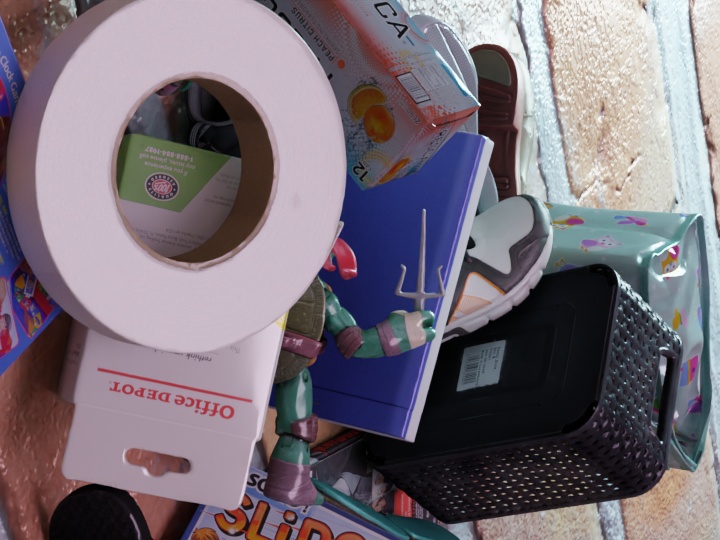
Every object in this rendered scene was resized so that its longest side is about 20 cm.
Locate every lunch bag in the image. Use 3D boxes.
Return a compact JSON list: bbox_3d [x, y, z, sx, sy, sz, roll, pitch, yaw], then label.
[{"bbox_3d":[0.178,0.058,1.748,0.122,0.170,0.200,-38,127,-48],"label":"lunch bag"}]

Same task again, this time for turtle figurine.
[{"bbox_3d":[-0.041,0.038,1.425,0.101,0.150,0.200,12,100,-49],"label":"turtle figurine"}]

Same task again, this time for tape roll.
[{"bbox_3d":[-0.097,-0.055,1.249,0.203,0.037,0.203,-5,98,-36],"label":"tape roll"}]

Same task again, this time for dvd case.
[{"bbox_3d":[-0.003,0.182,1.641,0.200,0.022,0.146,-25,120,-54],"label":"dvd case"}]

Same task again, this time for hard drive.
[{"bbox_3d":[0.000,0.000,1.482,0.025,0.132,0.200,28,76,-60],"label":"hard drive"}]

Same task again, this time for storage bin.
[{"bbox_3d":[0.112,0.088,1.596,0.094,0.200,0.135,42,49,-39],"label":"storage bin"}]

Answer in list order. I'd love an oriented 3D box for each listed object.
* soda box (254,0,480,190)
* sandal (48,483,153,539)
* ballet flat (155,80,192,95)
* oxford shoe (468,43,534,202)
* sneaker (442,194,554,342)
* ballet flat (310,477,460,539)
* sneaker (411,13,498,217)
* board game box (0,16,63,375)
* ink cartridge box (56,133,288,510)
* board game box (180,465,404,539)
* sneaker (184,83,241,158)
[{"bbox_3d":[-0.021,-0.146,1.352,0.068,0.200,0.064,-45,166,33],"label":"soda box"},{"bbox_3d":[-0.139,0.195,1.382,0.045,0.075,0.200,-47,144,-37],"label":"sandal"},{"bbox_3d":[-0.117,-0.203,1.309,0.071,0.069,0.200,15,82,-40],"label":"ballet flat"},{"bbox_3d":[0.101,-0.064,1.687,0.075,0.070,0.200,2,99,-64],"label":"oxford shoe"},{"bbox_3d":[0.046,0.008,1.561,0.200,0.074,0.080,-37,127,-9],"label":"sneaker"},{"bbox_3d":[0.007,0.197,1.585,0.200,0.074,0.074,29,75,-53],"label":"ballet flat"},{"bbox_3d":[0.040,-0.098,1.574,0.073,0.071,0.200,-46,143,-28],"label":"sneaker"},{"bbox_3d":[-0.221,-0.038,1.200,0.134,0.045,0.200,-50,139,-38],"label":"board game box"},{"bbox_3d":[-0.107,0.030,1.333,0.117,0.067,0.200,13,87,-17],"label":"ink cartridge box"},{"bbox_3d":[-0.027,0.220,1.454,0.034,0.200,0.135,104,12,-64],"label":"board game box"},{"bbox_3d":[-0.042,-0.123,1.430,0.200,0.075,0.114,-58,145,-26],"label":"sneaker"}]
